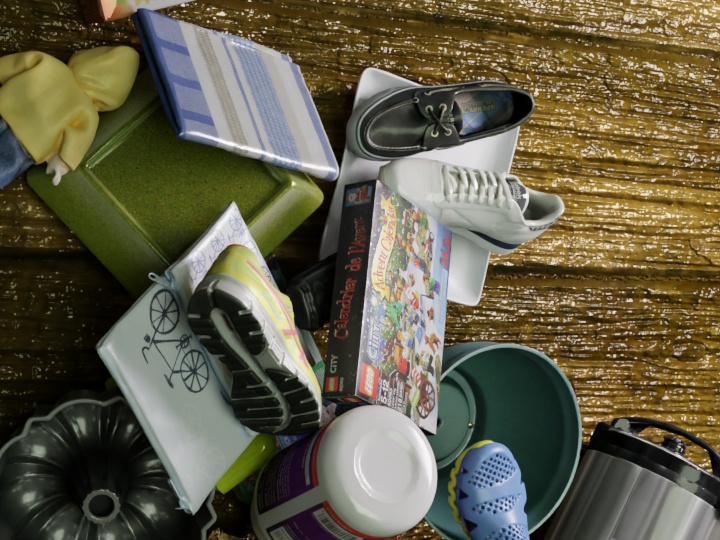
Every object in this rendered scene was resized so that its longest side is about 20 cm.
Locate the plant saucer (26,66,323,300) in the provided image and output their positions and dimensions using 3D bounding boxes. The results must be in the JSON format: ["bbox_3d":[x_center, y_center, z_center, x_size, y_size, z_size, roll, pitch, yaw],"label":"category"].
[{"bbox_3d":[-0.157,-0.079,1.315,0.200,0.048,0.200,47,69,-4],"label":"plant saucer"}]

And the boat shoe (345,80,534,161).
[{"bbox_3d":[0.080,-0.151,1.445,0.199,0.056,0.069,-16,103,-28],"label":"boat shoe"}]

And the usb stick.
[{"bbox_3d":[0.000,0.000,1.389,0.200,0.032,0.056,-31,110,-49],"label":"usb stick"}]

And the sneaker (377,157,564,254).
[{"bbox_3d":[0.106,-0.074,1.444,0.199,0.080,0.077,12,68,-35],"label":"sneaker"}]

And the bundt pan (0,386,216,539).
[{"bbox_3d":[-0.228,0.190,1.297,0.200,0.076,0.204,-4,108,-12],"label":"bundt pan"}]

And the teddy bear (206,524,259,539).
[{"bbox_3d":[-0.079,0.279,1.437,0.199,0.067,0.146,-29,123,-29],"label":"teddy bear"}]

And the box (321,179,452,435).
[{"bbox_3d":[0.028,0.036,1.347,0.136,0.037,0.202,31,59,-51],"label":"box"}]

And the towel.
[{"bbox_3d":[-0.108,-0.153,1.315,0.199,0.024,0.148,11,48,-48],"label":"towel"}]

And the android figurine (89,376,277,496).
[{"bbox_3d":[-0.146,0.114,1.354,0.199,0.041,0.183,-35,110,-3],"label":"android figurine"}]

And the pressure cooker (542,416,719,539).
[{"bbox_3d":[0.307,0.262,1.591,0.175,0.178,0.201,32,80,-26],"label":"pressure cooker"}]

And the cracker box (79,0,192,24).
[{"bbox_3d":[-0.163,-0.308,1.321,0.199,0.058,0.135,-19,105,-27],"label":"cracker box"}]

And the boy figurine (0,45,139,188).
[{"bbox_3d":[-0.277,-0.135,1.263,0.200,0.064,0.124,-40,82,-22],"label":"boy figurine"}]

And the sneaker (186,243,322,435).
[{"bbox_3d":[-0.077,0.059,1.247,0.091,0.078,0.201,-80,157,-45],"label":"sneaker"}]

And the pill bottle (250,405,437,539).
[{"bbox_3d":[-0.023,0.197,1.322,0.112,0.200,0.113,11,65,-25],"label":"pill bottle"}]

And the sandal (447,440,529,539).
[{"bbox_3d":[0.138,0.256,1.392,0.079,0.087,0.202,-18,104,-23],"label":"sandal"}]

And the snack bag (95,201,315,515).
[{"bbox_3d":[-0.127,0.073,1.257,0.200,0.021,0.190,-49,127,-39],"label":"snack bag"}]

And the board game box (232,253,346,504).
[{"bbox_3d":[-0.101,0.102,1.418,0.134,0.029,0.201,-32,111,-23],"label":"board game box"}]

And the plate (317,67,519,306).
[{"bbox_3d":[0.056,-0.081,1.490,0.199,0.032,0.201,14,89,-31],"label":"plate"}]

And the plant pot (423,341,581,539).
[{"bbox_3d":[0.101,0.161,1.481,0.199,0.134,0.202,-5,100,-28],"label":"plant pot"}]
